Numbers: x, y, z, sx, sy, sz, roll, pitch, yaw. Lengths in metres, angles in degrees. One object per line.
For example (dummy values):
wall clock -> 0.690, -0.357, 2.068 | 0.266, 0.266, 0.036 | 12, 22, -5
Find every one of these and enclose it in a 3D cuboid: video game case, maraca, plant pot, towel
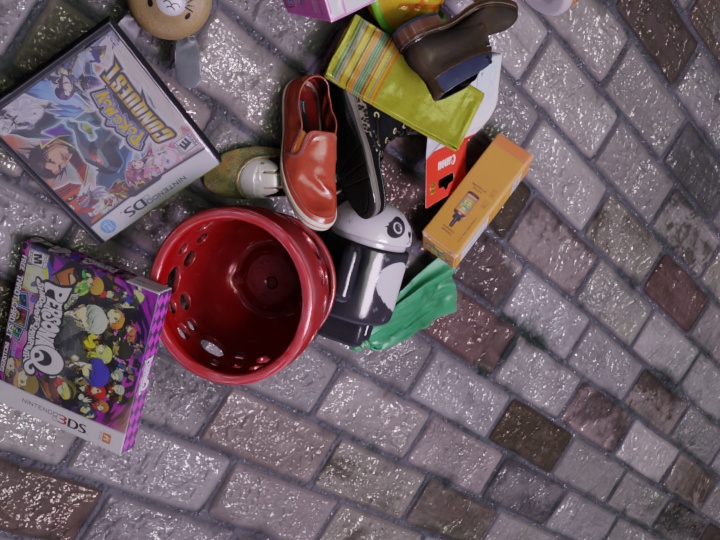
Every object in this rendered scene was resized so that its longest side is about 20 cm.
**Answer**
video game case -> -0.283, -0.146, 0.901 | 0.180, 0.026, 0.201 | -32, 127, 7
maraca -> 0.060, -0.354, 1.033 | 0.137, 0.106, 0.201 | -45, 136, -25
video game case -> -0.322, 0.086, 0.932 | 0.036, 0.179, 0.202 | -29, 138, -73
plant pot -> -0.128, 0.018, 0.984 | 0.182, 0.198, 0.203 | -34, 143, -75
towel -> 0.058, -0.234, 1.025 | 0.198, 0.018, 0.087 | 27, 93, -14

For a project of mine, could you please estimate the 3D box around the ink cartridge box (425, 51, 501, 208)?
ink cartridge box -> 0.144, -0.199, 1.146 | 0.160, 0.047, 0.203 | -32, 128, -57

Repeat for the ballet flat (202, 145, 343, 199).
ballet flat -> -0.101, -0.122, 1.048 | 0.198, 0.071, 0.072 | -5, 112, -32

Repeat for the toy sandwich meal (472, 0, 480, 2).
toy sandwich meal -> 0.136, -0.434, 1.024 | 0.204, 0.069, 0.208 | -17, 110, -58

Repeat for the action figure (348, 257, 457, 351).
action figure -> 0.061, 0.063, 1.241 | 0.199, 0.054, 0.119 | -33, 126, -23

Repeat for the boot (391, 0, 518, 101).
boot -> 0.137, -0.275, 1.021 | 0.198, 0.075, 0.098 | -23, 83, -28

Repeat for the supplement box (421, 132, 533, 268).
supplement box -> 0.174, -0.104, 1.218 | 0.201, 0.066, 0.069 | -51, 167, -12

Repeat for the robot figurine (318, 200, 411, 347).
robot figurine -> 0.001, 0.001, 1.128 | 0.123, 0.150, 0.203 | 11, 101, -25

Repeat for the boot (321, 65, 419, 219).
boot -> 0.039, -0.176, 1.075 | 0.152, 0.073, 0.206 | -10, 81, -34

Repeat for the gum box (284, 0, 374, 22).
gum box -> -0.060, -0.387, 0.932 | 0.066, 0.113, 0.202 | -30, 123, -19

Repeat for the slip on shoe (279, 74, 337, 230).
slip on shoe -> -0.059, -0.150, 1.008 | 0.073, 0.061, 0.203 | 3, 76, -33

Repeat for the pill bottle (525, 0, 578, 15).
pill bottle -> 0.320, -0.463, 1.156 | 0.199, 0.112, 0.113 | -40, 126, -13

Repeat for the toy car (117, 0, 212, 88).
toy car -> -0.199, -0.299, 0.866 | 0.162, 0.158, 0.202 | 13, 114, -24
